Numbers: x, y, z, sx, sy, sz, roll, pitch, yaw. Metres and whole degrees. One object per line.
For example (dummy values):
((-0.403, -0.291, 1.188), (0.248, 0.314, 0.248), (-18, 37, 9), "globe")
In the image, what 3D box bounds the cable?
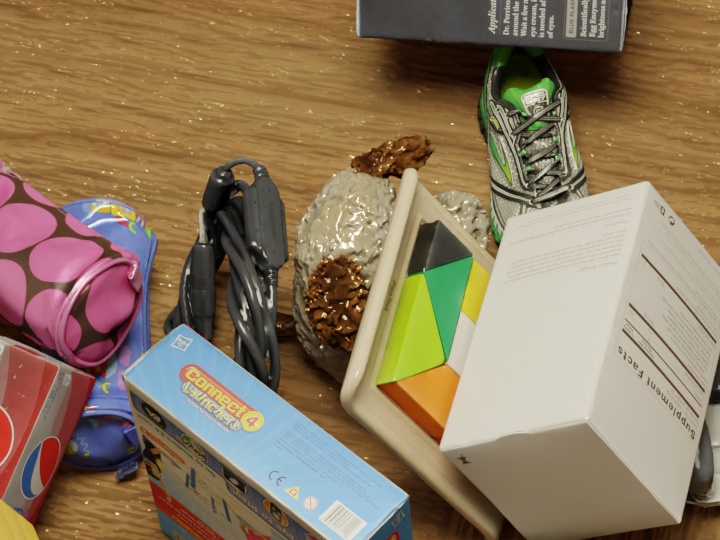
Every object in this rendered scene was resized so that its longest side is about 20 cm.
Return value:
((-0.098, 0.032, 1.719), (0.051, 0.163, 0.200), (9, 54, -25), "cable")

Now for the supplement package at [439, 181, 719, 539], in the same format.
((0.153, 0.063, 1.647), (0.121, 0.120, 0.200), (-14, 42, 38), "supplement package")

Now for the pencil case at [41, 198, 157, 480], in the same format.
((-0.184, 0.045, 1.761), (0.087, 0.078, 0.200), (-5, 55, 4), "pencil case")

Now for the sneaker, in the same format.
((0.124, -0.087, 1.824), (0.078, 0.085, 0.200), (-13, 56, -4), "sneaker")

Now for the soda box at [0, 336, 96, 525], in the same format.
((-0.253, 0.147, 1.657), (0.070, 0.063, 0.200), (23, 88, 20), "soda box")

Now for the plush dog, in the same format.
((0.000, 0.000, 1.719), (0.160, 0.172, 0.200), (7, 57, 10), "plush dog")

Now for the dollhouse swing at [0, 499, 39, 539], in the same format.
((-0.303, 0.234, 1.527), (0.200, 0.176, 0.182), (-31, 68, 10), "dollhouse swing")

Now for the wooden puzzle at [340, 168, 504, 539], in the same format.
((0.066, 0.057, 1.662), (0.037, 0.200, 0.185), (-10, 49, 34), "wooden puzzle")

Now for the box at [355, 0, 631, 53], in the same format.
((0.108, -0.249, 1.870), (0.200, 0.118, 0.197), (5, 22, 8), "box")

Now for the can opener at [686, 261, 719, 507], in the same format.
((0.233, 0.070, 1.714), (0.053, 0.067, 0.200), (-1, 55, 3), "can opener")

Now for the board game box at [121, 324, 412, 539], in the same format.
((-0.054, 0.157, 1.600), (0.200, 0.196, 0.056), (36, 65, 25), "board game box")

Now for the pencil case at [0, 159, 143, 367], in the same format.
((-0.230, -0.012, 1.719), (0.094, 0.091, 0.200), (-39, 50, -23), "pencil case")
